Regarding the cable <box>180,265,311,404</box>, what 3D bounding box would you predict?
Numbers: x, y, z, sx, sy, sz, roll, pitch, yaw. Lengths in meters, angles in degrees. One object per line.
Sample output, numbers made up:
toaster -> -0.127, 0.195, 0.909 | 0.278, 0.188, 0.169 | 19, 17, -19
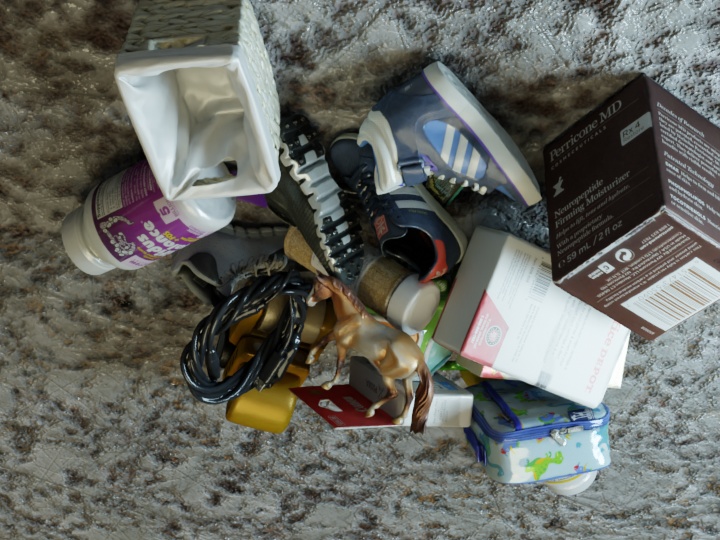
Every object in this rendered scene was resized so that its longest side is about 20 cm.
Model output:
cable -> -0.137, 0.074, 1.718 | 0.162, 0.051, 0.201 | 5, 124, -43

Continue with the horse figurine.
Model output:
horse figurine -> 0.013, 0.099, 1.600 | 0.199, 0.050, 0.133 | 34, 121, 16

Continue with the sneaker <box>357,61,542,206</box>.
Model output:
sneaker -> 0.089, -0.116, 1.550 | 0.146, 0.081, 0.200 | -38, 106, 16

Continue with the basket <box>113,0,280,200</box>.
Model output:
basket -> -0.164, -0.187, 1.488 | 0.134, 0.124, 0.201 | -4, 140, 9

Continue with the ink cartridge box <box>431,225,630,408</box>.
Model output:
ink cartridge box -> 0.203, 0.054, 1.613 | 0.199, 0.146, 0.084 | 23, 180, -24

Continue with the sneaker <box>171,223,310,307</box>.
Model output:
sneaker -> -0.140, 0.004, 1.726 | 0.198, 0.116, 0.075 | 8, 141, -7

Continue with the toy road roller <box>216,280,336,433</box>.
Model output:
toy road roller -> -0.115, 0.120, 1.843 | 0.122, 0.147, 0.201 | 15, 140, -16

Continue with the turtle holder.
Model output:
turtle holder -> 0.062, 0.061, 1.757 | 0.139, 0.186, 0.133 | 5, 97, -1

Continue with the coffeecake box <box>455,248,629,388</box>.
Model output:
coffeecake box -> 0.228, 0.054, 1.710 | 0.198, 0.073, 0.155 | 6, 98, -23

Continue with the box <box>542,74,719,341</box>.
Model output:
box -> 0.316, -0.066, 1.550 | 0.163, 0.202, 0.166 | 27, 134, -28

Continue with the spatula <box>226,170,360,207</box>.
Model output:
spatula -> -0.070, -0.096, 1.675 | 0.197, 0.021, 0.057 | 1, 147, 0

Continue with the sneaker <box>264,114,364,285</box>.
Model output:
sneaker -> -0.061, -0.074, 1.614 | 0.090, 0.066, 0.202 | -19, 97, 47

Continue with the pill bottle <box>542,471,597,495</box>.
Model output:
pill bottle -> 0.273, 0.232, 1.990 | 0.111, 0.113, 0.201 | -11, 140, 16

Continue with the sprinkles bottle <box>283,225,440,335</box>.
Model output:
sprinkles bottle -> 0.000, 0.000, 1.654 | 0.199, 0.068, 0.069 | 33, 153, 31

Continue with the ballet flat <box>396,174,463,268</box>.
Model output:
ballet flat -> 0.073, -0.082, 1.663 | 0.073, 0.075, 0.201 | 16, 137, -16

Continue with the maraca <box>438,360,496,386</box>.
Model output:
maraca -> 0.181, 0.126, 1.859 | 0.197, 0.108, 0.137 | 0, 172, -6

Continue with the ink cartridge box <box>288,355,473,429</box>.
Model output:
ink cartridge box -> 0.021, 0.149, 1.744 | 0.174, 0.200, 0.045 | 2, 99, -20

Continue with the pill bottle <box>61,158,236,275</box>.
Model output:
pill bottle -> -0.252, -0.067, 1.649 | 0.199, 0.113, 0.112 | -24, 134, 29

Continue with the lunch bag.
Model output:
lunch bag -> 0.207, 0.188, 1.707 | 0.159, 0.200, 0.083 | -8, 103, -6

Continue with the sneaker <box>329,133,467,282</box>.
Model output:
sneaker -> 0.031, -0.070, 1.595 | 0.200, 0.084, 0.075 | 43, 137, 4
